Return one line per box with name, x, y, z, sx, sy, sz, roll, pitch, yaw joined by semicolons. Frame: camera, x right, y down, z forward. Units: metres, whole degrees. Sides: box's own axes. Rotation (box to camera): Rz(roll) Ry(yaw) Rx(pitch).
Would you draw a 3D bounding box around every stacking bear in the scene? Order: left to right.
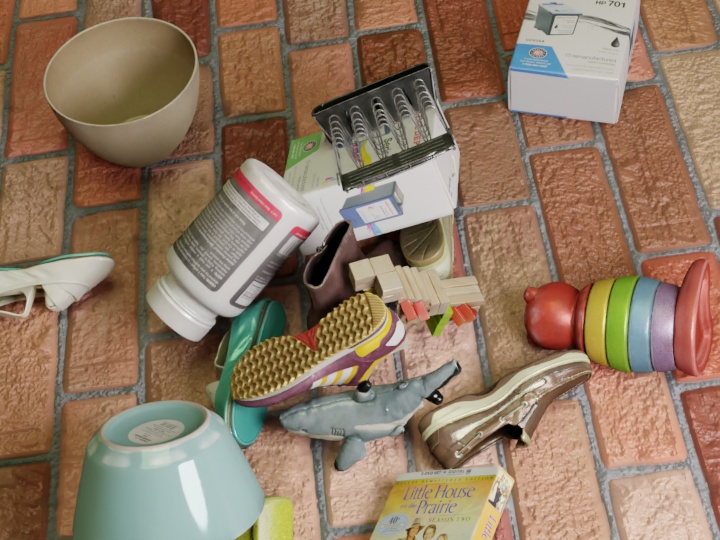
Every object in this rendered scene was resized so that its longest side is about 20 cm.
stacking bear;0.279;0.055;1.483;0.199;0.122;0.114;4;36;24

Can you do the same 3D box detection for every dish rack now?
dish rack;0.028;-0.160;1.526;0.153;0.055;0.200;-23;26;5

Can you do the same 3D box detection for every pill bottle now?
pill bottle;-0.149;-0.019;1.517;0.200;0.111;0.111;-48;55;8

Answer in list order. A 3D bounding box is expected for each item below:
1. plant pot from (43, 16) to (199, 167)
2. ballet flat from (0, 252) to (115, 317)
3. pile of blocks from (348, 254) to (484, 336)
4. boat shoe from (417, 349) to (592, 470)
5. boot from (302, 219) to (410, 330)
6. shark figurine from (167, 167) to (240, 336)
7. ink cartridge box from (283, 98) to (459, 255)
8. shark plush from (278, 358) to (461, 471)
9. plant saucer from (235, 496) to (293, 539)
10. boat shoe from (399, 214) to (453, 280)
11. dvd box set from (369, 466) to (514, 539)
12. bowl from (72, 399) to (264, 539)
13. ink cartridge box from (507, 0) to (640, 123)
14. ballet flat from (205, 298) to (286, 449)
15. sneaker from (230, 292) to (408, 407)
plant pot;-0.298;-0.213;1.752;0.199;0.135;0.201;-4;50;5
ballet flat;-0.392;0.024;1.628;0.198;0.070;0.070;-7;51;7
pile of blocks;0.060;0.041;1.488;0.082;0.199;0.062;-44;52;30
boat shoe;0.166;0.157;1.443;0.201;0.075;0.075;-25;65;-4
boot;0.000;0.000;1.520;0.072;0.167;0.201;18;54;20
shark figurine;-0.158;-0.030;1.598;0.089;0.128;0.214;38;65;20
ink cartridge box;0.013;-0.114;1.614;0.199;0.088;0.146;-13;35;16
shark plush;0.016;0.147;1.420;0.199;0.083;0.091;-14;51;30
plant saucer;-0.169;0.315;1.367;0.198;0.048;0.201;-6;51;3
boat shoe;0.082;-0.059;1.632;0.073;0.063;0.201;-21;38;11
dvd box set;0.059;0.286;1.324;0.146;0.029;0.201;-12;40;45
bowl;-0.202;0.202;1.369;0.199;0.106;0.201;-6;18;2
ink cartridge box;0.285;-0.299;1.778;0.145;0.086;0.201;9;54;14
ballet flat;-0.136;0.121;1.518;0.070;0.067;0.201;-13;46;30
sneaker;-0.043;0.104;1.441;0.199;0.090;0.075;-26;49;13
